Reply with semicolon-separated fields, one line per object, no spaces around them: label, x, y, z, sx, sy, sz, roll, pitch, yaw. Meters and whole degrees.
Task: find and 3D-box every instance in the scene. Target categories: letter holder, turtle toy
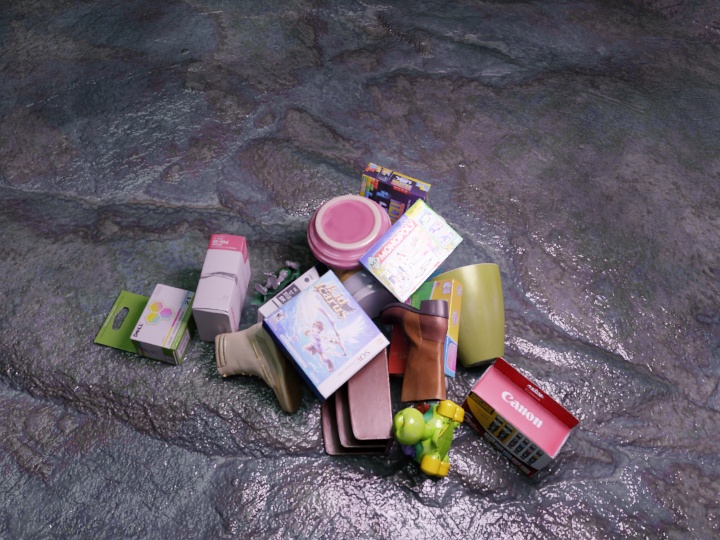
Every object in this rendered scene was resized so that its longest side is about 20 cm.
letter holder;-0.011;0.270;1.167;0.140;0.101;0.202;0;55;-5
turtle toy;0.129;0.320;1.106;0.100;0.200;0.147;13;75;27

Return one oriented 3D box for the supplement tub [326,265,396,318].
supplement tub;0.000;0.000;1.329;0.143;0.145;0.201;-14;57;-16

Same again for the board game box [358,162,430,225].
board game box;0.074;-0.154;1.412;0.164;0.201;0.057;22;50;10

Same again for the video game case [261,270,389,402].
video game case;-0.070;0.129;1.140;0.181;0.045;0.201;-37;82;-26

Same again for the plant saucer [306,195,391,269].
plant saucer;-0.026;-0.099;1.277;0.198;0.051;0.203;-1;58;2

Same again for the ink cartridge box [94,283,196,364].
ink cartridge box;-0.472;0.107;1.236;0.197;0.076;0.149;14;54;1

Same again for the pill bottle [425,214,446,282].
pill bottle;0.154;-0.045;1.346;0.109;0.201;0.112;3;53;-5

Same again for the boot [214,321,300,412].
boot;-0.220;0.215;1.189;0.154;0.202;0.073;-16;8;18

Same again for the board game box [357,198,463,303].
board game box;0.109;-0.042;1.220;0.134;0.029;0.200;43;78;6

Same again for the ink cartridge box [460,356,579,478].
ink cartridge box;0.314;0.299;1.140;0.199;0.176;0.084;38;58;19

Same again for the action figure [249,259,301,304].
action figure;-0.184;0.012;1.307;0.117;0.200;0.055;-25;99;14

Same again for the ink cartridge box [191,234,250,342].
ink cartridge box;-0.309;0.042;1.259;0.082;0.147;0.202;6;54;-2

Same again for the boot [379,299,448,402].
boot;0.104;0.169;1.147;0.187;0.068;0.203;-7;72;40

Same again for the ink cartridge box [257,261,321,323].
ink cartridge box;-0.152;0.064;1.292;0.039;0.100;0.200;42;61;14

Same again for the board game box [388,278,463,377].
board game box;0.138;0.126;1.199;0.040;0.152;0.203;28;63;-42

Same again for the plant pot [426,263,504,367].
plant pot;0.254;0.112;1.280;0.185;0.187;0.202;-9;73;-13

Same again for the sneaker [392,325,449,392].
sneaker;0.119;0.198;1.254;0.086;0.075;0.201;-26;58;-9
